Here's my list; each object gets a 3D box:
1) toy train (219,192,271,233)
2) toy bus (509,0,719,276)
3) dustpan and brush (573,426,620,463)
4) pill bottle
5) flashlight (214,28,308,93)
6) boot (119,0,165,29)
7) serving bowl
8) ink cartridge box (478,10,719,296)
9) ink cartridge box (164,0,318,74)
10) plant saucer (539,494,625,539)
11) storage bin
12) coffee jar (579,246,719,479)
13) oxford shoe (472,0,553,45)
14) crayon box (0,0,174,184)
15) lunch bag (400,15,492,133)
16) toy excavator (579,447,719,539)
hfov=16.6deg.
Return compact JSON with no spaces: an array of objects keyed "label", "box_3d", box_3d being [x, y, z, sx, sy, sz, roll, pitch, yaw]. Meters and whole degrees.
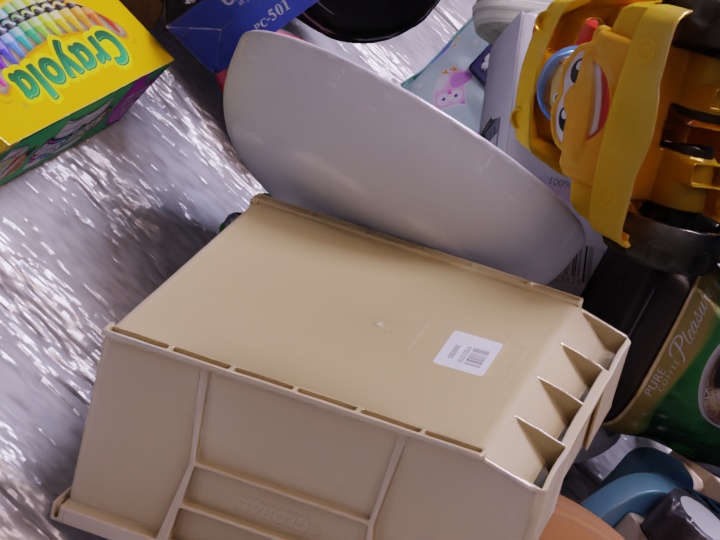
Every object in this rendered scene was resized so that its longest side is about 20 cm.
[{"label":"toy train","box_3d":[0.000,0.000,1.350,0.200,0.042,0.057,11,50,-49]},{"label":"toy bus","box_3d":[0.146,-0.087,1.246,0.200,0.136,0.192,2,19,-47]},{"label":"dustpan and brush","box_3d":[0.067,0.097,1.253,0.200,0.057,0.140,-20,57,-35]},{"label":"pill bottle","box_3d":[-0.020,-0.205,1.491,0.112,0.112,0.200,34,3,-20]},{"label":"flashlight","box_3d":[-0.083,-0.152,1.431,0.068,0.068,0.200,-28,65,-25]},{"label":"boot","box_3d":[-0.168,-0.224,1.384,0.200,0.070,0.146,35,36,0]},{"label":"serving bowl","box_3d":[0.011,-0.038,1.232,0.200,0.066,0.200,30,-7,4]},{"label":"ink cartridge box","box_3d":[0.135,-0.027,1.371,0.147,0.086,0.201,12,75,-11]},{"label":"ink cartridge box","box_3d":[-0.063,-0.200,1.356,0.044,0.094,0.200,45,21,-32]},{"label":"plant saucer","box_3d":[0.086,0.186,1.129,0.200,0.032,0.201,20,52,-27]},{"label":"storage bin","box_3d":[-0.001,0.062,1.094,0.198,0.094,0.200,18,22,11]},{"label":"coffee jar","box_3d":[0.199,0.063,1.281,0.200,0.104,0.085,30,-4,-8]},{"label":"oxford shoe","box_3d":[0.164,-0.147,1.408,0.199,0.075,0.058,10,75,-1]},{"label":"crayon box","box_3d":[-0.202,-0.129,1.219,0.173,0.058,0.200,45,25,2]},{"label":"lunch bag","box_3d":[0.133,-0.084,1.511,0.200,0.170,0.122,44,10,3]},{"label":"toy excavator","box_3d":[0.168,0.140,1.337,0.194,0.100,0.200,27,22,-35]}]
